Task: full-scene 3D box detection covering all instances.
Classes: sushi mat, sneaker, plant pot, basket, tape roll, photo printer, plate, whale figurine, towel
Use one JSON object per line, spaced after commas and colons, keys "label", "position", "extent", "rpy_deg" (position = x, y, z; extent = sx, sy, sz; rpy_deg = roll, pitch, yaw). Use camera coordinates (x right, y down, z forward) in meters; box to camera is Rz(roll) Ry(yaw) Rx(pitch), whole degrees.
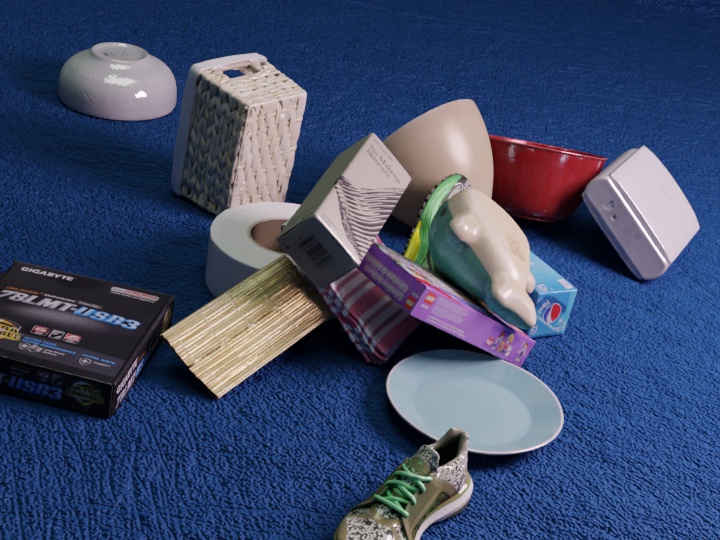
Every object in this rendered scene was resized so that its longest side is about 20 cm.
{"label": "sushi mat", "position": [-0.122, 0.060, 1.340], "extent": [0.096, 0.012, 0.200], "rpy_deg": [48, 51, 9]}
{"label": "sneaker", "position": [0.106, -0.038, 1.572], "extent": [0.085, 0.078, 0.201], "rpy_deg": [22, 64, 3]}
{"label": "plant pot", "position": [0.111, -0.129, 1.707], "extent": [0.199, 0.200, 0.135], "rpy_deg": [-19, 75, -44]}
{"label": "basket", "position": [-0.168, -0.183, 1.677], "extent": [0.123, 0.201, 0.135], "rpy_deg": [34, 36, 28]}
{"label": "tape roll", "position": [-0.093, -0.012, 1.507], "extent": [0.200, 0.071, 0.203], "rpy_deg": [8, 26, -4]}
{"label": "photo printer", "position": [0.417, -0.091, 1.754], "extent": [0.167, 0.069, 0.200], "rpy_deg": [56, 36, 0]}
{"label": "plate", "position": [0.124, 0.150, 1.320], "extent": [0.198, 0.026, 0.201], "rpy_deg": [9, 27, -4]}
{"label": "whale figurine", "position": [0.145, -0.004, 1.433], "extent": [0.159, 0.104, 0.201], "rpy_deg": [35, 27, -37]}
{"label": "towel", "position": [0.000, 0.000, 1.428], "extent": [0.201, 0.030, 0.146], "rpy_deg": [56, 36, -5]}
{"label": "sneaker", "position": [0.043, 0.203, 1.118], "extent": [0.076, 0.089, 0.200], "rpy_deg": [24, 31, 25]}

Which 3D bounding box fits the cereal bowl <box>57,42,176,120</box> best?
{"label": "cereal bowl", "position": [-0.399, -0.322, 1.983], "extent": [0.198, 0.084, 0.201], "rpy_deg": [9, 28, -5]}

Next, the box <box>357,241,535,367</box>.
{"label": "box", "position": [0.097, 0.038, 1.406], "extent": [0.199, 0.039, 0.137], "rpy_deg": [26, 9, -39]}

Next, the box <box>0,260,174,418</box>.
{"label": "box", "position": [-0.326, 0.068, 1.301], "extent": [0.198, 0.050, 0.199], "rpy_deg": [13, 28, 5]}

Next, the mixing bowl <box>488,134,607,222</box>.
{"label": "mixing bowl", "position": [0.260, -0.134, 1.793], "extent": [0.198, 0.110, 0.200], "rpy_deg": [10, 10, -2]}

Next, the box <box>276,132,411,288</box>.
{"label": "box", "position": [-0.015, -0.072, 1.386], "extent": [0.082, 0.068, 0.200], "rpy_deg": [48, 38, -15]}

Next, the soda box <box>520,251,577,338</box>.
{"label": "soda box", "position": [0.193, 0.007, 1.567], "extent": [0.064, 0.068, 0.200], "rpy_deg": [-4, 30, -29]}
